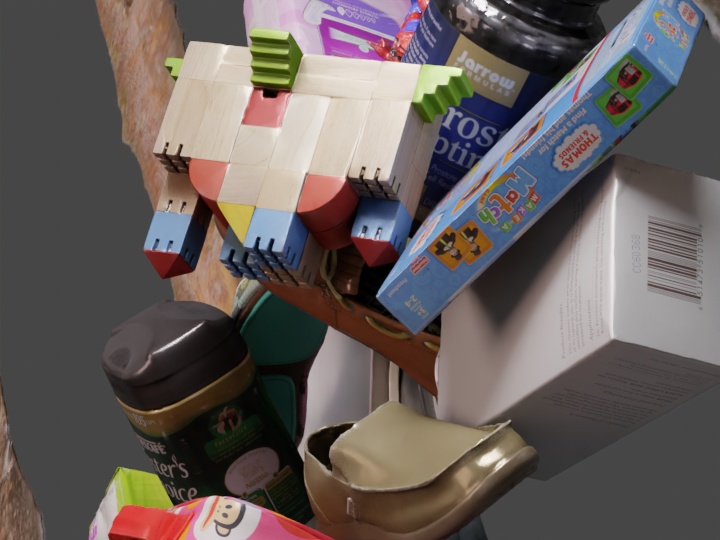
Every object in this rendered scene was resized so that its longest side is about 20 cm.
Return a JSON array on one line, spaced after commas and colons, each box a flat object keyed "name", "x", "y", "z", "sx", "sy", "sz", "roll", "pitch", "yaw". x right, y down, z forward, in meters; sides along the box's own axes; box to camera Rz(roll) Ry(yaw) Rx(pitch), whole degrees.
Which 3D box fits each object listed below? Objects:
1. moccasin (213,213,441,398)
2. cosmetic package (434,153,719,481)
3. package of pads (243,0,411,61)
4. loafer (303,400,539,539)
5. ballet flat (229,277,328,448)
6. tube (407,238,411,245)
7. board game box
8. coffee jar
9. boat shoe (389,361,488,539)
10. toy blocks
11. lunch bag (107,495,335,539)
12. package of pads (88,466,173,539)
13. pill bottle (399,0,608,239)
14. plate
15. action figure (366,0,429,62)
[{"name": "moccasin", "x": -0.001, "y": 0.001, "z": 1.413, "sx": 0.074, "sy": 0.201, "sz": 0.078, "roll": -43, "pitch": -13, "yaw": -33}, {"name": "cosmetic package", "x": 0.119, "y": 0.030, "z": 1.286, "sx": 0.200, "sy": 0.081, "sz": 0.113, "roll": 141, "pitch": 138, "yaw": -58}, {"name": "package of pads", "x": -0.015, "y": -0.134, "z": 1.650, "sx": 0.076, "sy": 0.120, "sz": 0.200, "roll": -59, "pitch": 27, "yaw": 36}, {"name": "loafer", "x": 0.021, "y": 0.109, "z": 1.290, "sx": 0.200, "sy": 0.076, "sz": 0.068, "roll": -22, "pitch": 101, "yaw": 56}, {"name": "ballet flat", "x": -0.060, "y": 0.048, "z": 1.563, "sx": 0.201, "sy": 0.069, "sz": 0.071, "roll": 99, "pitch": 164, "yaw": -44}, {"name": "tube", "x": 0.054, "y": -0.075, "z": 1.548, "sx": 0.058, "sy": 0.052, "sz": 0.200, "roll": 44, "pitch": 117, "yaw": 33}, {"name": "board game box", "x": 0.100, "y": -0.065, "z": 1.287, "sx": 0.200, "sy": 0.037, "sz": 0.151, "roll": -44, "pitch": 5, "yaw": 24}, {"name": "coffee jar", "x": -0.089, "y": 0.116, "z": 1.506, "sx": 0.201, "sy": 0.085, "sz": 0.104, "roll": 65, "pitch": 163, "yaw": -18}, {"name": "boat shoe", "x": 0.053, "y": 0.104, "z": 1.450, "sx": 0.201, "sy": 0.061, "sz": 0.073, "roll": -86, "pitch": -19, "yaw": -46}, {"name": "toy blocks", "x": -0.043, "y": -0.054, "z": 1.360, "sx": 0.100, "sy": 0.199, "sz": 0.137, "roll": 54, "pitch": -133, "yaw": -59}, {"name": "lunch bag", "x": -0.067, "y": 0.188, "z": 1.376, "sx": 0.082, "sy": 0.176, "sz": 0.200, "roll": -64, "pitch": 12, "yaw": -19}, {"name": "package of pads", "x": -0.106, "y": 0.232, "z": 1.603, "sx": 0.068, "sy": 0.154, "sz": 0.200, "roll": -60, "pitch": 27, "yaw": 34}, {"name": "pill bottle", "x": 0.081, "y": -0.118, "z": 1.423, "sx": 0.112, "sy": 0.111, "sz": 0.201, "roll": -109, "pitch": 39, "yaw": -54}, {"name": "plate", "x": -0.011, "y": 0.088, "z": 1.568, "sx": 0.200, "sy": 0.032, "sz": 0.201, "roll": -152, "pitch": 61, "yaw": -70}, {"name": "action figure", "x": 0.037, "y": -0.165, "z": 1.565, "sx": 0.200, "sy": 0.051, "sz": 0.066, "roll": -84, "pitch": 13, "yaw": -59}]
